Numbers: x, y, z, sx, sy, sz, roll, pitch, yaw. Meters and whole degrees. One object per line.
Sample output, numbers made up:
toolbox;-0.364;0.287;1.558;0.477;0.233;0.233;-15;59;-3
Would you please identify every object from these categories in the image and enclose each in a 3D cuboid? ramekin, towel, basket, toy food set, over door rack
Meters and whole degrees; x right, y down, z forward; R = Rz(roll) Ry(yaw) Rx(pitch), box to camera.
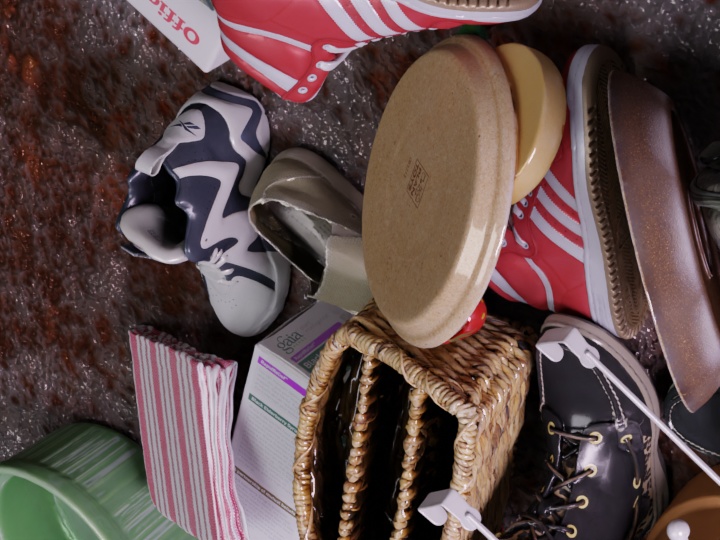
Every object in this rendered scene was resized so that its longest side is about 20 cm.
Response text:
ramekin;-0.224;0.223;1.936;0.200;0.098;0.200;24;132;29
towel;-0.128;0.123;1.752;0.200;0.030;0.147;-163;67;-68
basket;0.018;0.128;1.515;0.142;0.149;0.200;16;116;14
toy food set;0.055;-0.052;1.436;0.198;0.049;0.200;-146;65;-65
over door rack;0.156;0.142;1.379;0.200;0.148;0.067;39;155;1

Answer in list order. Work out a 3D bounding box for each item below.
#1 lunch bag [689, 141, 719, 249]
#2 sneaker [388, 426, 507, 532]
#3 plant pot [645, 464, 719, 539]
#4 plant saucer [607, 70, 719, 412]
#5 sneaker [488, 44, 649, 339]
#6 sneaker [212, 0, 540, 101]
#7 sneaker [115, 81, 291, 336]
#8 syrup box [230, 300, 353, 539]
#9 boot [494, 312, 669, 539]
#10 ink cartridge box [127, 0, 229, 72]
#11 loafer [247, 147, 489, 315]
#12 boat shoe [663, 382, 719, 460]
lunch bag;0.285;0.006;1.279;0.168;0.139;0.200;-12;111;50
sneaker;0.064;0.162;1.659;0.095;0.079;0.200;15;135;17
plant pot;0.245;0.240;1.482;0.200;0.140;0.200;23;131;29
plant saucer;0.181;-0.020;1.338;0.032;0.200;0.201;-13;112;12
sneaker;0.115;-0.053;1.443;0.112;0.071;0.200;14;129;32
sneaker;0.008;-0.155;1.411;0.200;0.071;0.113;7;144;3
sneaker;-0.118;-0.019;1.638;0.079;0.130;0.199;26;133;28
syrup box;-0.039;0.122;1.705;0.081;0.079;0.200;36;137;19
boot;0.127;0.140;1.485;0.073;0.151;0.200;18;143;32
ink cartridge box;-0.092;-0.247;1.483;0.145;0.087;0.200;44;141;8
loafer;0.000;0.000;1.589;0.200;0.068;0.076;38;138;16
boat shoe;0.259;0.101;1.424;0.199;0.066;0.075;10;125;38
